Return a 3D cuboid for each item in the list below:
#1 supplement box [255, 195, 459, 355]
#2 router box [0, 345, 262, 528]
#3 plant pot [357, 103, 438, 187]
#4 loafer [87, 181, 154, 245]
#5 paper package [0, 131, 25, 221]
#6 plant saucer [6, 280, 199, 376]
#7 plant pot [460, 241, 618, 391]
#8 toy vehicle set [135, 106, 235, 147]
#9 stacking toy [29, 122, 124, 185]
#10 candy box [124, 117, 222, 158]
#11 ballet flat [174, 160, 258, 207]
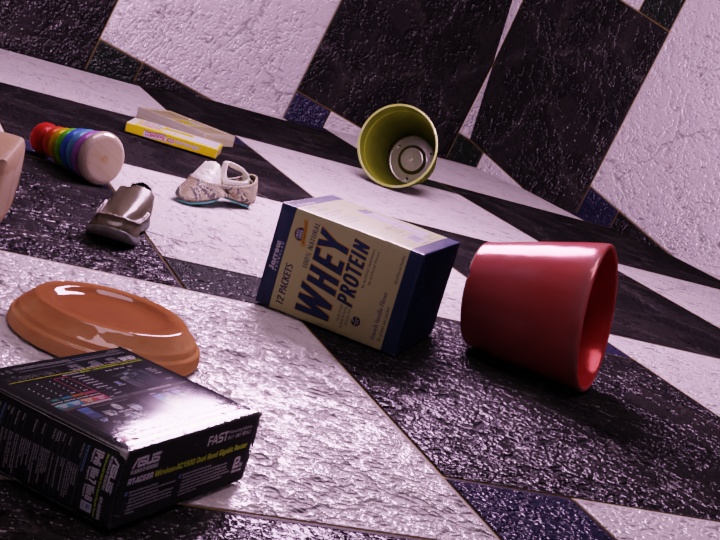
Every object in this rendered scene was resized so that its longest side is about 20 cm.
[{"bbox_3d":[0.000,0.000,1.759,0.197,0.136,0.200,20,11,15],"label":"supplement box"},{"bbox_3d":[-0.189,0.123,1.038,0.148,0.063,0.199,21,11,22],"label":"router box"},{"bbox_3d":[0.110,-0.288,3.298,0.198,0.203,0.193,20,-1,15],"label":"plant pot"},{"bbox_3d":[-0.324,-0.085,1.839,0.074,0.071,0.200,16,11,-5],"label":"loafer"},{"bbox_3d":[-0.519,-0.123,1.636,0.188,0.105,0.200,14,12,-11],"label":"paper package"},{"bbox_3d":[-0.254,0.054,1.351,0.197,0.038,0.200,18,11,-4],"label":"plant saucer"},{"bbox_3d":[0.238,0.047,1.809,0.175,0.204,0.200,12,8,21],"label":"plant pot"},{"bbox_3d":[-0.397,-0.325,3.042,0.198,0.027,0.124,23,12,27],"label":"toy vehicle set"},{"bbox_3d":[-0.474,-0.201,2.180,0.198,0.087,0.085,20,10,40],"label":"stacking toy"},{"bbox_3d":[-0.391,-0.279,2.822,0.197,0.027,0.102,17,13,-3],"label":"candy box"},{"bbox_3d":[-0.242,-0.151,2.288,0.067,0.076,0.199,24,13,29],"label":"ballet flat"}]
